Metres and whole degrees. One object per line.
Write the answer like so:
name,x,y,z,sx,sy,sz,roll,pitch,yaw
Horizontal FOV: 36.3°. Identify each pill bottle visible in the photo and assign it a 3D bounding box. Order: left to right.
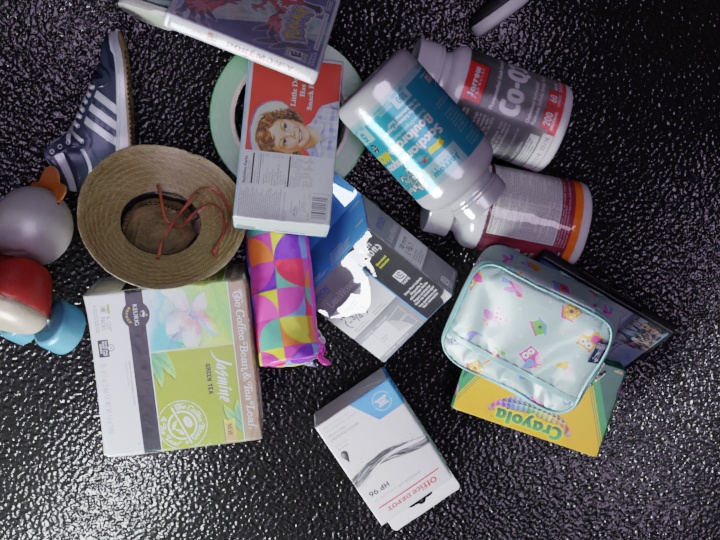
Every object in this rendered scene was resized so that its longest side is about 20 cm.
pill bottle,0.077,-0.148,1.267,0.111,0.111,0.200,-44,98,3
pill bottle,0.150,-0.207,1.356,0.198,0.114,0.115,19,97,-8
pill bottle,0.181,-0.075,1.381,0.198,0.110,0.111,11,98,-6

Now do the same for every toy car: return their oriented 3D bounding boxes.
toy car,-0.410,-0.031,1.308,0.184,0.176,0.202,35,69,-43

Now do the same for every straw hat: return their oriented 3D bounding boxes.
straw hat,-0.244,-0.049,1.333,0.199,0.085,0.203,6,67,-15

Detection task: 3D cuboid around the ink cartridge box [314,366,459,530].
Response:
ink cartridge box,0.040,0.245,1.437,0.115,0.068,0.201,-34,100,1

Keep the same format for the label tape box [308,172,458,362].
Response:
label tape box,0.000,0.000,1.371,0.199,0.063,0.144,38,122,-9

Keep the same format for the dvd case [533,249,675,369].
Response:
dvd case,0.281,0.060,1.408,0.199,0.143,0.018,30,51,-8

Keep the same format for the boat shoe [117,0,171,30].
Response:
boat shoe,-0.194,-0.314,1.315,0.198,0.073,0.062,19,83,15

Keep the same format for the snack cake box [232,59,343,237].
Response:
snack cake box,-0.085,-0.148,1.294,0.114,0.067,0.202,6,81,-4

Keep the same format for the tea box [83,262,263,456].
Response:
tea box,-0.225,0.106,1.360,0.194,0.134,0.202,-7,99,-5

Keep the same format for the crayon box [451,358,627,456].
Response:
crayon box,0.229,0.149,1.425,0.198,0.058,0.120,18,97,5

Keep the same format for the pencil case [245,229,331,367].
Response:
pencil case,-0.091,0.023,1.338,0.087,0.088,0.202,-9,81,-3

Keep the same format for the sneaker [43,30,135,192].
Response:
sneaker,-0.332,-0.189,1.340,0.107,0.070,0.202,-2,102,-7

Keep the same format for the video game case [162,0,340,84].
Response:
video game case,-0.120,-0.307,1.286,0.181,0.201,0.023,20,130,-8

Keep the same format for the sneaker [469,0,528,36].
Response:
sneaker,0.187,-0.390,1.359,0.200,0.073,0.112,-42,97,-6

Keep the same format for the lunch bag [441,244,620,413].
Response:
lunch bag,0.207,0.078,1.339,0.199,0.077,0.161,28,115,7

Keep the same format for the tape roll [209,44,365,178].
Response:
tape roll,-0.088,-0.191,1.372,0.198,0.048,0.203,-1,98,-5
